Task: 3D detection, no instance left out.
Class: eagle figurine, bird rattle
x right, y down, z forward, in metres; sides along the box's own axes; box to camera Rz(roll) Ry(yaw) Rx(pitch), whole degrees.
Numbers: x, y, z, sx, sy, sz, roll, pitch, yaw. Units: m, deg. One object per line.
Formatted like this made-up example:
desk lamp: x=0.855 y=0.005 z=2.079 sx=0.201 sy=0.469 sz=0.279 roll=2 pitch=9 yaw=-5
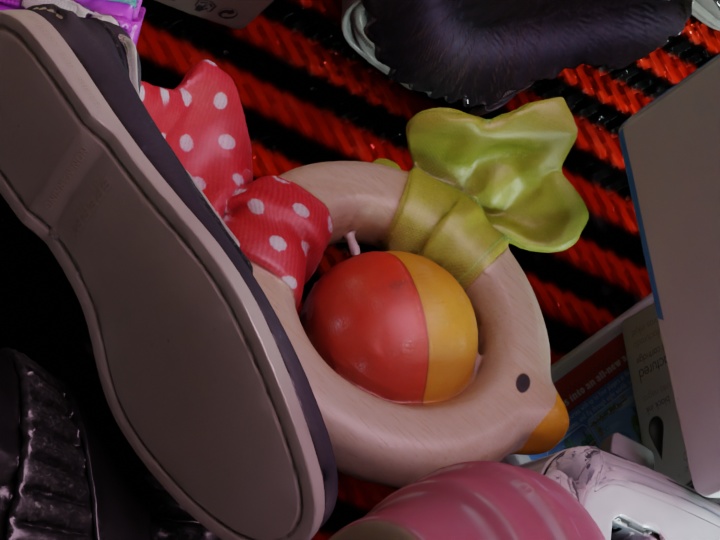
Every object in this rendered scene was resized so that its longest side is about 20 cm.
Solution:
eagle figurine: x=0.104 y=-0.147 z=0.931 sx=0.198 sy=0.152 sz=0.152 roll=6 pitch=38 yaw=1
bird rattle: x=0.000 y=0.000 z=0.838 sx=0.199 sy=0.113 sz=0.164 roll=4 pitch=52 yaw=-38

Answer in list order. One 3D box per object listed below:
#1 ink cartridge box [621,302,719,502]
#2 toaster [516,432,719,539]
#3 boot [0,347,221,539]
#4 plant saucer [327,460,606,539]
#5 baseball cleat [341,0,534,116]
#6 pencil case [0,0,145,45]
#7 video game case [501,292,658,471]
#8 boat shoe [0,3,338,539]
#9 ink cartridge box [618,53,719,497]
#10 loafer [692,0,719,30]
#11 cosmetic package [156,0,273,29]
ink cartridge box: x=0.176 y=0.095 z=0.910 sx=0.066 sy=0.116 sz=0.202 roll=7 pitch=64 yaw=-33
toaster: x=0.067 y=0.157 z=0.815 sx=0.113 sy=0.129 sz=0.201 roll=25 pitch=56 yaw=-23
boot: x=-0.118 y=0.036 z=0.769 sx=0.157 sy=0.079 sz=0.213 roll=-8 pitch=84 yaw=-31
plant saucer: x=0.013 y=0.157 z=0.730 sx=0.050 sy=0.200 sz=0.202 roll=14 pitch=61 yaw=-26
baseball cleat: x=0.013 y=-0.158 z=0.968 sx=0.201 sy=0.070 sz=0.106 roll=53 pitch=49 yaw=-2
pencil case: x=-0.168 y=-0.114 z=0.801 sx=0.199 sy=0.092 sz=0.086 roll=9 pitch=106 yaw=-31
video game case: x=0.145 y=0.116 z=0.966 sx=0.143 sy=0.017 sz=0.201 roll=-31 pitch=89 yaw=-41
boat shoe: x=-0.056 y=-0.003 z=0.746 sx=0.062 sy=0.073 sz=0.201 roll=-14 pitch=66 yaw=-50
ink cartridge box: x=0.207 y=0.002 z=0.847 sx=0.199 sy=0.085 sz=0.146 roll=3 pitch=66 yaw=-32
loafer: x=0.136 y=-0.170 z=1.038 sx=0.199 sy=0.069 sz=0.071 roll=25 pitch=65 yaw=-39
cosmetic package: x=-0.021 y=-0.186 z=0.869 sx=0.071 sy=0.200 sz=0.106 roll=17 pitch=59 yaw=-29
